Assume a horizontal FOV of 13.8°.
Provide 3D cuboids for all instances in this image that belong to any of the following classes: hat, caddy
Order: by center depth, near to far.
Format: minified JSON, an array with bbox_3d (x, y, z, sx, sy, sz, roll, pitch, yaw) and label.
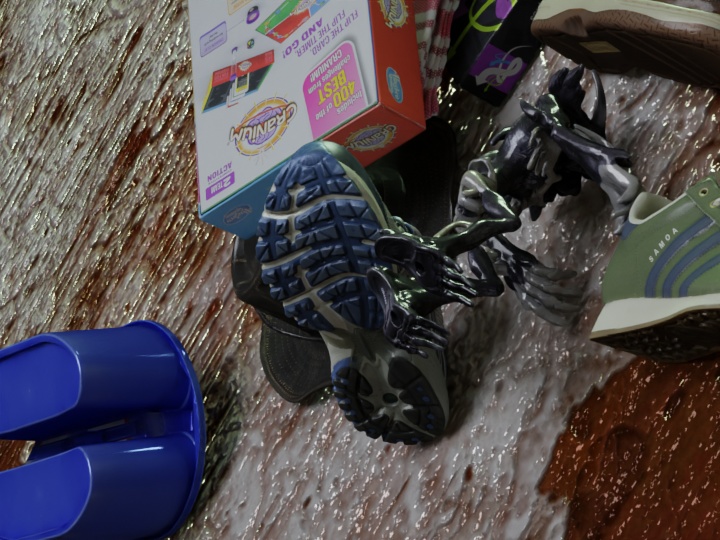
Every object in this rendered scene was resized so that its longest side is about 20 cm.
[{"bbox_3d":[-0.027,-0.023,1.789,0.201,0.081,0.201,-41,35,37],"label":"hat"},{"bbox_3d":[-0.170,0.108,1.912,0.200,0.105,0.142,-19,74,54],"label":"caddy"}]

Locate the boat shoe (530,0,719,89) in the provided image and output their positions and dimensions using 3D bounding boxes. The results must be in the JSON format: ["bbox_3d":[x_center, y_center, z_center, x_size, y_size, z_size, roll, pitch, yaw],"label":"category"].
[{"bbox_3d":[0.158,-0.148,1.582,0.075,0.075,0.202,-61,27,-6],"label":"boat shoe"}]

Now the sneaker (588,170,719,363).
[{"bbox_3d":[0.180,-0.010,1.429,0.200,0.067,0.090,-11,63,61],"label":"sneaker"}]

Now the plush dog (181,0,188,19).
[{"bbox_3d":[-0.084,-0.209,1.940,0.160,0.200,0.172,-21,66,-3],"label":"plush dog"}]

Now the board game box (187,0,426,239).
[{"bbox_3d":[-0.036,-0.139,1.757,0.153,0.040,0.200,-30,51,35],"label":"board game box"}]

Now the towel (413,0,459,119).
[{"bbox_3d":[0.012,-0.164,1.800,0.146,0.030,0.200,-13,51,45],"label":"towel"}]

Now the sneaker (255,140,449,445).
[{"bbox_3d":[0.000,0.000,1.632,0.077,0.200,0.085,-4,41,19],"label":"sneaker"}]

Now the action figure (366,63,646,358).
[{"bbox_3d":[0.092,-0.027,1.568,0.200,0.102,0.119,-40,-19,-38],"label":"action figure"}]

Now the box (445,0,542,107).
[{"bbox_3d":[0.104,-0.213,1.770,0.200,0.036,0.143,-55,29,16],"label":"box"}]
